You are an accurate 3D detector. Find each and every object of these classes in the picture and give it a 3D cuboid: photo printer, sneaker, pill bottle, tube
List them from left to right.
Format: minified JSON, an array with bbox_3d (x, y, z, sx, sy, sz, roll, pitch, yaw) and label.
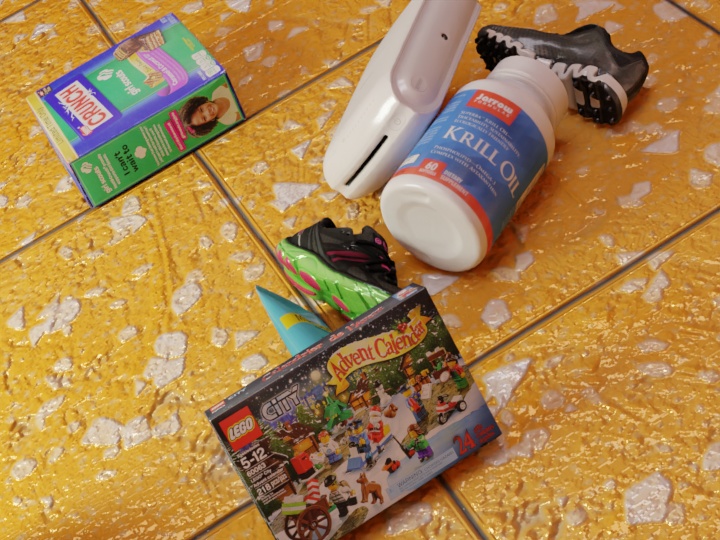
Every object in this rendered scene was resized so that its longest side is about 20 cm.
[{"bbox_3d":[-0.028,0.083,1.287,0.050,0.077,0.200,-47,43,9],"label":"tube"},{"bbox_3d":[0.000,0.000,1.350,0.084,0.077,0.199,-41,44,-15],"label":"sneaker"},{"bbox_3d":[0.036,-0.173,1.466,0.166,0.069,0.201,-48,15,50],"label":"photo printer"},{"bbox_3d":[0.112,-0.105,1.382,0.111,0.113,0.201,12,52,35],"label":"pill bottle"},{"bbox_3d":[0.205,-0.210,1.492,0.090,0.067,0.199,-40,47,-23],"label":"sneaker"}]

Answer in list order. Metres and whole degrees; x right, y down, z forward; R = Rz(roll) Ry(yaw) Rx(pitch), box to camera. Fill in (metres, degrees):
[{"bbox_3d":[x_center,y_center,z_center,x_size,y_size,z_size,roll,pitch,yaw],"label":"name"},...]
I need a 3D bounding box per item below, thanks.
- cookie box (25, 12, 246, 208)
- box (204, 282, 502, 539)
[{"bbox_3d":[-0.253,-0.182,1.667,0.199,0.076,0.171,-32,42,-9],"label":"cookie box"},{"bbox_3d":[-0.005,0.120,1.175,0.199,0.138,0.038,-31,13,-9],"label":"box"}]
